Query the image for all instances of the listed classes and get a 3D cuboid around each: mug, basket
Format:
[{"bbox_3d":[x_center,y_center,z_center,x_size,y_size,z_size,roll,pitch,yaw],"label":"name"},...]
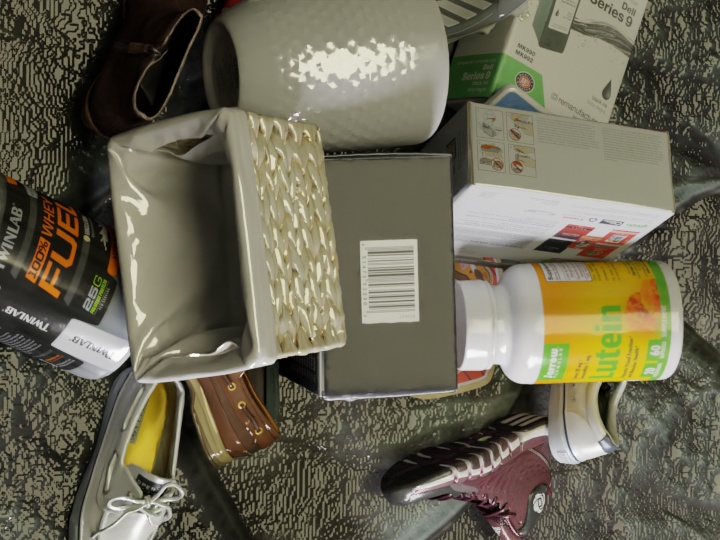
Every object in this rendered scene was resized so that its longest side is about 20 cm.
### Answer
[{"bbox_3d":[-0.037,-0.196,1.611,0.175,0.148,0.201,-7,102,-24],"label":"mug"},{"bbox_3d":[-0.102,-0.018,1.519,0.123,0.135,0.201,-1,83,-53],"label":"basket"}]

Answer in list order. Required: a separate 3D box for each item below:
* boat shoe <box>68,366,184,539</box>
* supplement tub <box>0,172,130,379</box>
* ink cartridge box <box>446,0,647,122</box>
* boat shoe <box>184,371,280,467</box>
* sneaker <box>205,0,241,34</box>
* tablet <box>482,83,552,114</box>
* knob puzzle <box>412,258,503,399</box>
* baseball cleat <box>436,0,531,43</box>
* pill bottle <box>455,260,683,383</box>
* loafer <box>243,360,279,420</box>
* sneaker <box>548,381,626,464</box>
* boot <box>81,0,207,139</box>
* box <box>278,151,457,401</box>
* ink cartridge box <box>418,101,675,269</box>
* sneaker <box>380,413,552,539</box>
[{"bbox_3d":[-0.183,0.181,1.622,0.074,0.086,0.202,20,80,-32],"label":"boat shoe"},{"bbox_3d":[-0.270,-0.002,1.538,0.200,0.122,0.123,27,77,-31],"label":"supplement tub"},{"bbox_3d":[0.179,-0.223,1.847,0.146,0.084,0.200,25,77,-31],"label":"ink cartridge box"},{"bbox_3d":[-0.122,0.066,1.628,0.067,0.072,0.201,-16,109,4],"label":"boat shoe"},{"bbox_3d":[-0.094,-0.259,1.673,0.115,0.078,0.200,-38,110,-28],"label":"sneaker"},{"bbox_3d":[0.158,-0.084,1.822,0.130,0.014,0.200,-42,127,19],"label":"tablet"},{"bbox_3d":[0.071,0.033,1.817,0.219,0.030,0.220,-1,92,-34],"label":"knob puzzle"},{"bbox_3d":[0.071,-0.247,1.720,0.107,0.200,0.070,55,27,-19],"label":"baseball cleat"},{"bbox_3d":[0.186,0.048,1.781,0.199,0.111,0.111,-1,93,-9],"label":"pill bottle"},{"bbox_3d":[-0.111,0.039,1.678,0.063,0.072,0.201,-9,100,-22],"label":"loafer"},{"bbox_3d":[0.224,0.089,1.869,0.073,0.071,0.201,33,53,-55],"label":"sneaker"},{"bbox_3d":[-0.153,-0.196,1.578,0.072,0.166,0.200,31,76,-20],"label":"boot"},{"bbox_3d":[0.000,0.000,1.657,0.124,0.197,0.201,-2,93,-14],"label":"box"},{"bbox_3d":[0.152,-0.068,1.751,0.199,0.176,0.084,7,67,-21],"label":"ink cartridge box"},{"bbox_3d":[0.113,0.216,1.827,0.200,0.076,0.116,-18,104,-32],"label":"sneaker"}]
